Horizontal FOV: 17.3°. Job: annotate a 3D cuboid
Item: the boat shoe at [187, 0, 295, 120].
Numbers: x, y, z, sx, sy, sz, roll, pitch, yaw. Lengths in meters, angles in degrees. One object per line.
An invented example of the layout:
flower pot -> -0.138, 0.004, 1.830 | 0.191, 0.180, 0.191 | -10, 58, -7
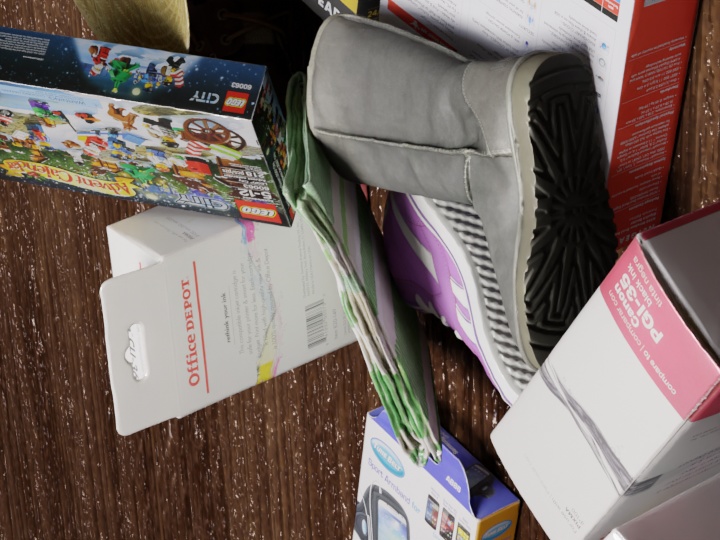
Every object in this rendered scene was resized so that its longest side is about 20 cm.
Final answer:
boat shoe -> -0.082, -0.149, 1.505 | 0.200, 0.072, 0.072 | 58, 136, 43

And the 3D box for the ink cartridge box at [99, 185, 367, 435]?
ink cartridge box -> -0.089, 0.013, 1.495 | 0.067, 0.199, 0.117 | 29, 132, 46

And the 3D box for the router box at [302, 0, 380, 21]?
router box -> -0.035, -0.253, 1.385 | 0.200, 0.052, 0.158 | 45, 143, 34

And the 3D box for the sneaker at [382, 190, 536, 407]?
sneaker -> 0.074, 0.020, 1.382 | 0.201, 0.072, 0.114 | 65, 156, 20

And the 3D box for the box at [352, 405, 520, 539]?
box -> 0.046, 0.177, 1.546 | 0.119, 0.041, 0.201 | 42, 138, 37

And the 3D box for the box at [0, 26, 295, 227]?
box -> -0.141, -0.086, 1.412 | 0.198, 0.038, 0.137 | 10, 156, 14

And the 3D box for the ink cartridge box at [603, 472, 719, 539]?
ink cartridge box -> 0.187, 0.150, 1.148 | 0.084, 0.199, 0.145 | 56, 147, 18

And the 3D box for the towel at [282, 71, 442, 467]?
towel -> 0.000, 0.000, 1.396 | 0.153, 0.023, 0.201 | -93, -21, -61

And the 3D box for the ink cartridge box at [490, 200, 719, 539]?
ink cartridge box -> 0.168, 0.045, 1.163 | 0.083, 0.146, 0.200 | 57, 148, 18

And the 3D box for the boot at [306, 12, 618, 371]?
boot -> 0.047, -0.046, 1.275 | 0.199, 0.072, 0.183 | 8, 102, 49

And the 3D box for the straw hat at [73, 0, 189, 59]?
straw hat -> -0.117, -0.216, 1.402 | 0.201, 0.085, 0.202 | 46, 151, 34

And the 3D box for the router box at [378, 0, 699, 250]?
router box -> 0.089, -0.134, 1.270 | 0.200, 0.049, 0.180 | 41, 141, 37
